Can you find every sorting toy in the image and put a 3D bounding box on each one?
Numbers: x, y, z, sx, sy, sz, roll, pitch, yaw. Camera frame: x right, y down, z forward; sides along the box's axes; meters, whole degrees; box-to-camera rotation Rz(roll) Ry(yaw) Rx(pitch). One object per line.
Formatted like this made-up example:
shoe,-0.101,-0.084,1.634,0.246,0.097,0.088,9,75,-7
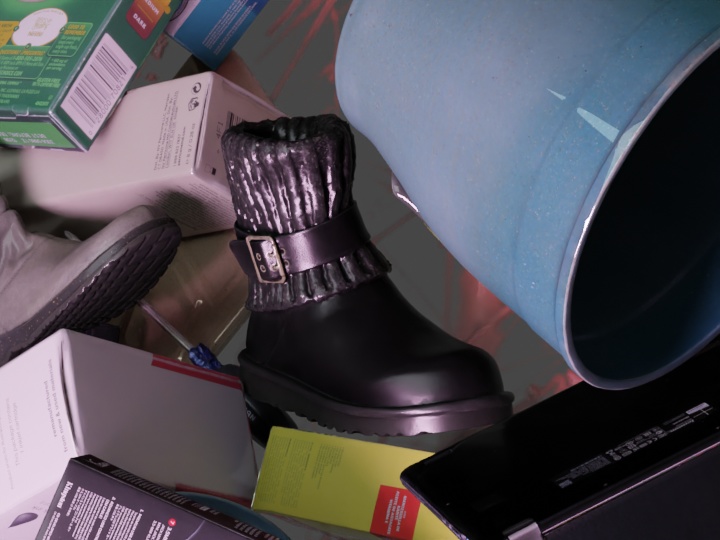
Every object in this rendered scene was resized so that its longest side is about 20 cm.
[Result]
sorting toy,-0.110,-0.017,1.527,0.200,0.036,0.185,-47,46,13

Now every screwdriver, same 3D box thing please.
screwdriver,-0.107,0.034,1.454,0.200,0.028,0.029,45,134,21

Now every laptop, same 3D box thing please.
laptop,0.147,0.128,1.148,0.187,0.116,0.200,-25,18,-11

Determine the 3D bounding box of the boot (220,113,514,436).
boot,-0.002,0.000,1.333,0.211,0.079,0.159,12,107,47

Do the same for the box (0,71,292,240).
box,-0.141,-0.060,1.493,0.199,0.082,0.069,-8,65,38

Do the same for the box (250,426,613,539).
box,0.038,0.122,1.288,0.199,0.075,0.050,7,78,45

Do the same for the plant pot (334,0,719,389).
plant pot,0.096,-0.077,1.173,0.188,0.200,0.201,35,99,31

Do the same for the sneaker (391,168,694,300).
sneaker,0.087,-0.016,1.291,0.200,0.084,0.075,24,91,47

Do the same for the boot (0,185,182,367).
boot,-0.199,-0.016,1.450,0.200,0.068,0.131,-38,73,35

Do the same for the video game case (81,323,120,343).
video game case,-0.221,0.122,1.545,0.200,0.025,0.182,-1,81,51

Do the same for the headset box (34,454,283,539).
headset box,-0.076,0.196,1.212,0.199,0.075,0.149,23,89,2

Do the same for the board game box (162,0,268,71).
board game box,-0.110,-0.234,1.589,0.151,0.047,0.200,-52,44,0

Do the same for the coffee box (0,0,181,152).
coffee box,-0.163,-0.163,1.501,0.123,0.044,0.201,5,58,43

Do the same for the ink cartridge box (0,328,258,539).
ink cartridge box,-0.175,0.122,1.370,0.200,0.145,0.085,-29,59,32

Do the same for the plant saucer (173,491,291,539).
plant saucer,-0.103,0.216,1.306,0.027,0.199,0.201,-7,67,64
